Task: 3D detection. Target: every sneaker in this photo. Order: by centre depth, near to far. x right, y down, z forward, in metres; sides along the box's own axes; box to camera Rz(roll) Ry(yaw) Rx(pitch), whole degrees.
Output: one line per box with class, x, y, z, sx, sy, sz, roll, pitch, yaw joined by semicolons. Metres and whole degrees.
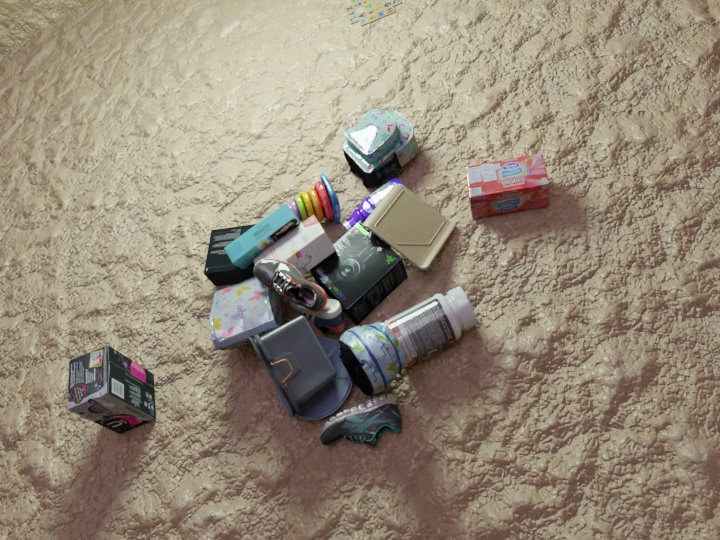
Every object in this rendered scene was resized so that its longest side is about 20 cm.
sneaker;0.003;0.348;1.254;0.196;0.078;0.093;-26;60;3
sneaker;-0.169;0.029;1.337;0.196;0.082;0.079;26;93;9
sneaker;-0.108;0.110;1.433;0.074;0.086;0.198;-34;30;-25

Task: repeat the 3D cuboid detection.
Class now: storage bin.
storage bin;-0.147;0.204;1.282;0.133;0.146;0.203;-31;86;-14

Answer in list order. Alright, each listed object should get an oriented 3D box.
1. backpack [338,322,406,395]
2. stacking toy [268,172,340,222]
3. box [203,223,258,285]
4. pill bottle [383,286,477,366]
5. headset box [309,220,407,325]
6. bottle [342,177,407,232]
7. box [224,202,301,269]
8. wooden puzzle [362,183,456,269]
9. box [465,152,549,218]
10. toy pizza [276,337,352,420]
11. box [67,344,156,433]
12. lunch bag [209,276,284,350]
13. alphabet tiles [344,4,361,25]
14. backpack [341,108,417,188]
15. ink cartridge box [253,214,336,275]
backpack;0.022;0.188;1.233;0.151;0.200;0.166;-28;82;4
stacking toy;-0.160;-0.169;1.558;0.195;0.117;0.111;-20;53;-10
box;-0.323;-0.045;1.582;0.194;0.079;0.144;-6;57;14
pill bottle;0.161;0.126;1.306;0.196;0.115;0.115;-27;56;1
headset box;0.000;0.000;1.444;0.199;0.093;0.174;-41;58;-9
bottle;0.041;-0.165;1.543;0.198;0.066;0.084;-35;58;-5
box;-0.250;-0.087;1.477;0.198;0.082;0.050;-36;75;1
wooden puzzle;0.125;-0.112;1.451;0.198;0.038;0.186;34;55;7
box;0.372;-0.214;1.449;0.194;0.095;0.105;-9;58;12
toy pizza;-0.108;0.259;1.364;0.194;0.032;0.205;-7;60;13
box;-0.607;0.298;1.398;0.112;0.201;0.135;-21;56;5
lunch bag;-0.280;0.114;1.420;0.166;0.129;0.201;-22;26;2
alphabet tiles;0.043;-0.948;2.036;0.195;0.006;0.170;-20;56;6
backpack;0.058;-0.360;1.610;0.198;0.152;0.178;-34;55;-10
ink cartridge box;-0.170;-0.040;1.448;0.198;0.068;0.117;-35;33;0
